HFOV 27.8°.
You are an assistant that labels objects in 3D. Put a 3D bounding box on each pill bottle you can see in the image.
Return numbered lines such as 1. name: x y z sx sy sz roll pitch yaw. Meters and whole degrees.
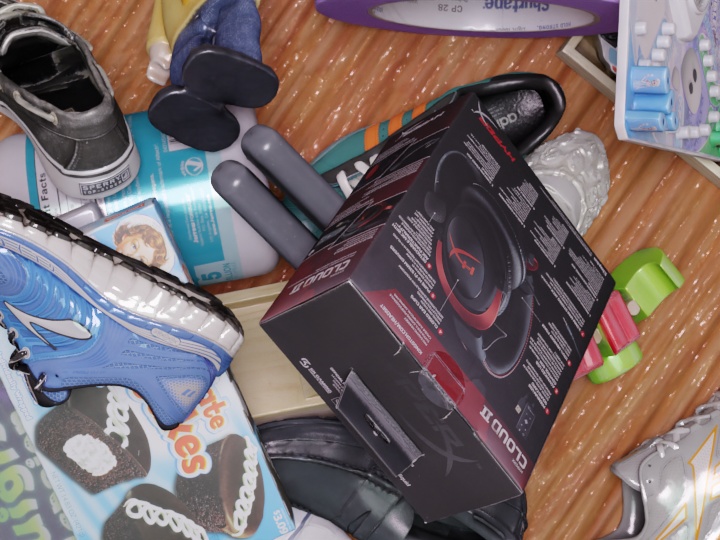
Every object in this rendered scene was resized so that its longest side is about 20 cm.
1. pill bottle: -0.153 -0.036 0.882 0.197 0.111 0.112 -10 93 -3

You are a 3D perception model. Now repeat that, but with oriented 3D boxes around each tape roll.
1. tape roll: 0.073 -0.180 0.848 0.197 0.200 0.067 3 92 -4

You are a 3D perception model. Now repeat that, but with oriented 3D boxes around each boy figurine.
1. boy figurine: -0.089 -0.170 0.853 0.064 0.202 0.124 20 134 -34

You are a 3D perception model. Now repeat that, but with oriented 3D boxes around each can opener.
1. can opener: 0.000 0.000 0.837 0.053 0.067 0.200 -48 119 -5

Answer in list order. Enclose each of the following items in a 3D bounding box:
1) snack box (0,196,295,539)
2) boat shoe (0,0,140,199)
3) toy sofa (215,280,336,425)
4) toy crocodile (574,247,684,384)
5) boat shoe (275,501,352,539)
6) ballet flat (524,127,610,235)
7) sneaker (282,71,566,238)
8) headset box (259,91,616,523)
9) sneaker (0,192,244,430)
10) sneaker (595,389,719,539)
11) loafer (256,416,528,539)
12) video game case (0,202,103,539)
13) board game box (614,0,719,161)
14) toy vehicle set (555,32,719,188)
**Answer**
1. snack box: -0.126 0.074 0.808 0.115 0.037 0.202 -23 101 -2
2. boat shoe: -0.187 -0.121 0.847 0.070 0.200 0.064 -29 138 -21
3. toy sofa: -0.100 0.066 0.913 0.197 0.098 0.084 -11 70 -3
4. toy crocodile: 0.123 0.053 0.917 0.199 0.062 0.068 -30 94 -21
5. boat shoe: -0.079 0.236 0.917 0.065 0.074 0.201 37 90 0
6. ballet flat: 0.088 -0.010 0.923 0.199 0.072 0.072 -40 94 -2
7. sneaker: 0.039 -0.071 0.898 0.199 0.080 0.072 -31 93 -11
8. headset box: 0.045 0.023 0.788 0.075 0.201 0.149 -25 112 41
9. sneaker: -0.162 0.021 0.736 0.198 0.079 0.090 27 92 -9
10. sneaker: 0.215 0.122 0.936 0.091 0.076 0.202 25 89 0
11. loafer: 0.015 0.141 0.899 0.198 0.068 0.071 15 49 -18
12. video game case: -0.194 0.088 0.833 0.180 0.023 0.202 -23 102 -1
13. board game box: 0.196 -0.170 0.840 0.026 0.199 0.203 3 92 30
14. toy vehicle set: 0.242 -0.130 0.949 0.199 0.027 0.125 37 89 -5
